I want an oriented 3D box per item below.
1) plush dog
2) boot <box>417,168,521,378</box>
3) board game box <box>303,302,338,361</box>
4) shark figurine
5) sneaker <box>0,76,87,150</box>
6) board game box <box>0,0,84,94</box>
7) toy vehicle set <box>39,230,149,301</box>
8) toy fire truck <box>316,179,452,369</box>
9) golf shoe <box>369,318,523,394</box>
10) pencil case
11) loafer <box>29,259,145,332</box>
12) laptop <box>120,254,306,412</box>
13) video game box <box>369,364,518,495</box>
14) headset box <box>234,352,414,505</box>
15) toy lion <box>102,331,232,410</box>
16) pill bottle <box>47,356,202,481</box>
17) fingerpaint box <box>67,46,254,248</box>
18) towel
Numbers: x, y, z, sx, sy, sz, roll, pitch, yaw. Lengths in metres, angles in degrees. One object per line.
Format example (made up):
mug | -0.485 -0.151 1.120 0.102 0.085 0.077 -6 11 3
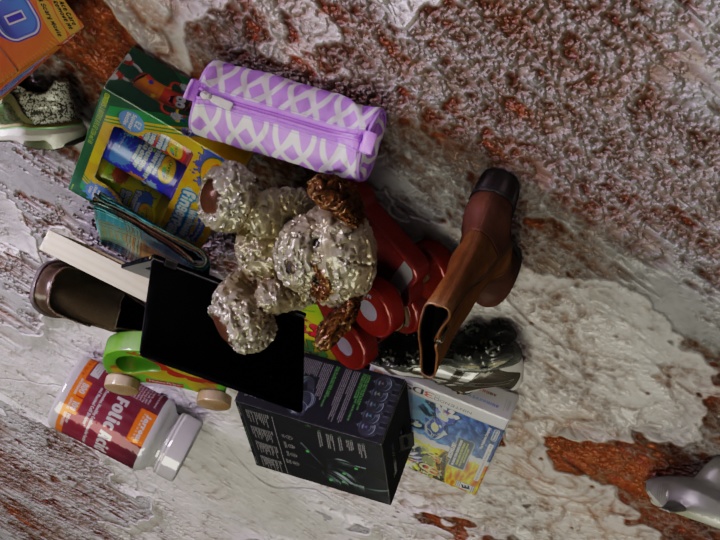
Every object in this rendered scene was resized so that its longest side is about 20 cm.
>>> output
plush dog | -0.054 -0.017 1.261 0.171 0.160 0.201 12 113 40
boot | 0.109 0.029 1.246 0.068 0.200 0.189 19 143 8
board game box | -0.064 0.087 1.545 0.101 0.048 0.200 7 139 24
shark figurine | 0.430 0.263 1.446 0.214 0.090 0.128 17 177 24
sneaker | -0.390 -0.191 1.411 0.199 0.077 0.089 9 109 24
board game box | -0.441 -0.236 1.225 0.199 0.200 0.200 -24 108 46
toy vehicle set | -0.280 0.011 1.531 0.199 0.027 0.124 25 178 12
toy fire truck | 0.000 0.000 1.374 0.168 0.112 0.200 51 146 11
golf shoe | 0.095 0.110 1.455 0.199 0.078 0.095 1 137 31
pencil case | -0.074 -0.149 1.236 0.199 0.084 0.086 16 174 8
loafer | -0.330 0.036 1.575 0.071 0.073 0.200 10 174 32
laptop | -0.166 0.069 1.365 0.187 0.116 0.200 23 167 -23
video game box | 0.088 0.189 1.580 0.182 0.047 0.200 23 143 8
headset box | -0.033 0.188 1.519 0.199 0.093 0.174 14 148 16
toy lion | -0.232 0.113 1.606 0.199 0.069 0.192 9 155 -2
pill bottle | -0.337 0.217 1.806 0.199 0.114 0.114 27 143 -1
fingerpaint box | -0.214 -0.120 1.366 0.166 0.074 0.200 31 143 -7
towel | -0.239 -0.023 1.431 0.146 0.022 0.200 30 165 -2
